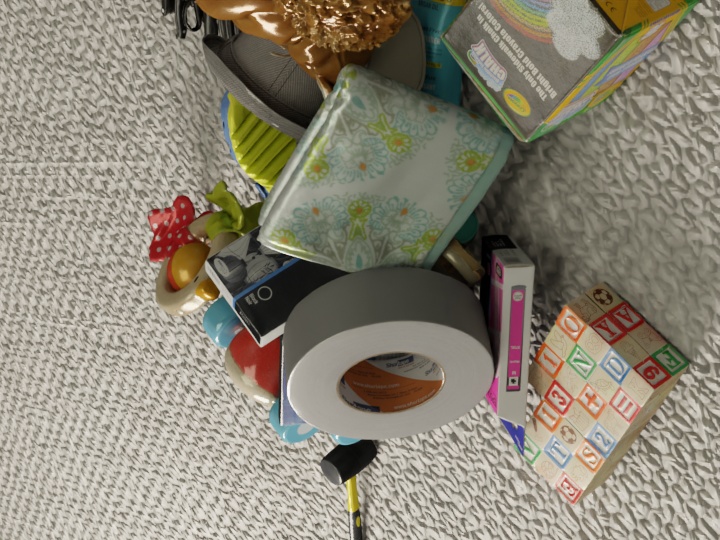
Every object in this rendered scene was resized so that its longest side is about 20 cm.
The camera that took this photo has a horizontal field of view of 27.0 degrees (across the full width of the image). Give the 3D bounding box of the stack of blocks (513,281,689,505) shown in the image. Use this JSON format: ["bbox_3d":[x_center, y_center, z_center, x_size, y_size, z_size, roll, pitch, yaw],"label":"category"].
[{"bbox_3d":[0.219,0.122,1.448,0.115,0.059,0.200,45,140,21],"label":"stack of blocks"}]

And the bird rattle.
[{"bbox_3d":[-0.193,-0.024,1.739,0.200,0.163,0.113,-10,140,41],"label":"bird rattle"}]

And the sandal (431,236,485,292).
[{"bbox_3d":[0.075,0.012,1.494,0.080,0.054,0.200,42,168,4],"label":"sandal"}]

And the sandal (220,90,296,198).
[{"bbox_3d":[-0.102,-0.127,1.614,0.087,0.079,0.200,42,164,44],"label":"sandal"}]

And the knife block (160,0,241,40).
[{"bbox_3d":[-0.153,-0.330,1.594,0.176,0.064,0.200,58,142,3],"label":"knife block"}]

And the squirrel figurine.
[{"bbox_3d":[-0.044,-0.228,1.297,0.200,0.142,0.187,19,155,52],"label":"squirrel figurine"}]

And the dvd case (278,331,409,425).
[{"bbox_3d":[0.016,0.102,1.535,0.143,0.200,0.018,94,169,-46],"label":"dvd case"}]

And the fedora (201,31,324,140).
[{"bbox_3d":[-0.067,-0.209,1.507,0.177,0.200,0.090,39,107,0],"label":"fedora"}]

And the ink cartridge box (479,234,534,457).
[{"bbox_3d":[0.140,0.074,1.468,0.095,0.037,0.200,-117,24,-70],"label":"ink cartridge box"}]

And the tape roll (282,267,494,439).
[{"bbox_3d":[0.026,0.083,1.442,0.200,0.200,0.066,118,154,-47],"label":"tape roll"}]

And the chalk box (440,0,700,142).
[{"bbox_3d":[0.165,-0.201,1.264,0.125,0.124,0.200,53,142,9],"label":"chalk box"}]

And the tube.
[{"bbox_3d":[0.073,-0.224,1.422,0.077,0.050,0.200,19,120,33],"label":"tube"}]

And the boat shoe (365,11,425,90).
[{"bbox_3d":[0.020,-0.148,1.420,0.057,0.067,0.200,-158,69,-66],"label":"boat shoe"}]

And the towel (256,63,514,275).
[{"bbox_3d":[0.020,-0.077,1.353,0.200,0.171,0.048,-57,29,31],"label":"towel"}]

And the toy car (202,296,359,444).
[{"bbox_3d":[-0.038,0.060,1.661,0.200,0.177,0.184,-52,55,21],"label":"toy car"}]

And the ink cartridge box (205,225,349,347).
[{"bbox_3d":[-0.045,-0.020,1.481,0.100,0.200,0.039,52,164,13],"label":"ink cartridge box"}]

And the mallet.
[{"bbox_3d":[-0.016,0.287,1.811,0.041,0.066,0.200,30,133,35],"label":"mallet"}]

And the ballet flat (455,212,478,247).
[{"bbox_3d":[0.035,-0.094,1.495,0.200,0.068,0.068,49,164,-11],"label":"ballet flat"}]
